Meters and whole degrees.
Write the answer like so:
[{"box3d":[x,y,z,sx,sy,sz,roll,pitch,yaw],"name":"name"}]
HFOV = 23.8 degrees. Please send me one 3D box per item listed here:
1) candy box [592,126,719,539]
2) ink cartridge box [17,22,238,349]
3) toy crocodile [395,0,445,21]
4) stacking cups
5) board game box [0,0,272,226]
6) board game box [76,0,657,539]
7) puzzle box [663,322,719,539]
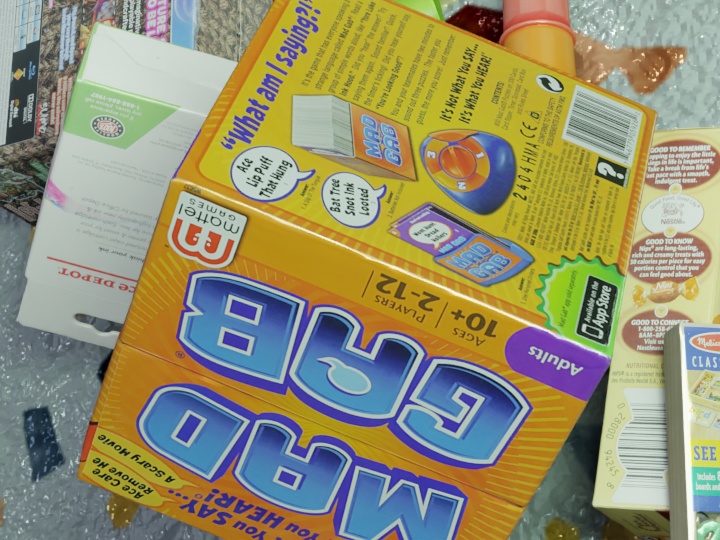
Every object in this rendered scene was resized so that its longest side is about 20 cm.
[{"box3d":[0.174,0.040,0.883,0.055,0.115,0.200,1,70,29],"name":"candy box"},{"box3d":[-0.137,-0.043,1.062,0.067,0.117,0.200,-88,17,-50],"name":"ink cartridge box"},{"box3d":[0.012,-0.218,1.126,0.067,0.062,0.200,-37,52,12],"name":"toy crocodile"},{"box3d":[0.105,-0.084,1.017,0.060,0.061,0.200,-15,59,24],"name":"stacking cups"},{"box3d":[-0.168,-0.138,1.166,0.200,0.097,0.160,-12,64,25],"name":"board game box"},{"box3d":[0.006,0.010,0.839,0.200,0.200,0.200,23,40,-1],"name":"board game box"},{"box3d":[0.242,0.095,0.802,0.200,0.025,0.133,3,73,-9],"name":"puzzle box"}]
